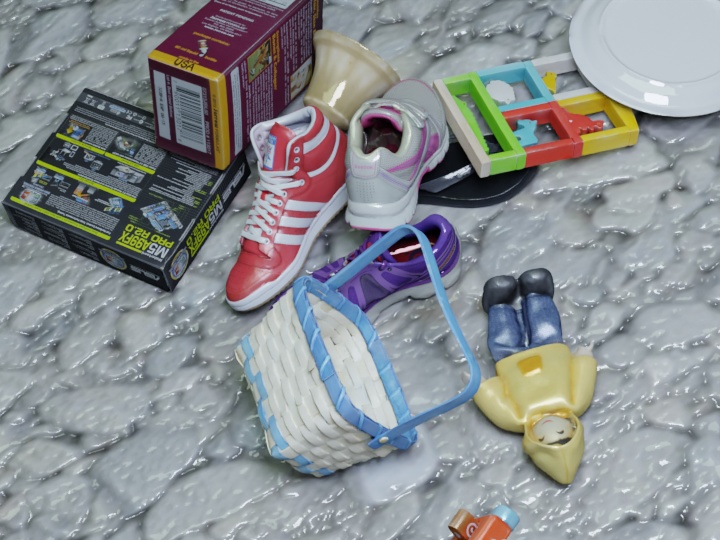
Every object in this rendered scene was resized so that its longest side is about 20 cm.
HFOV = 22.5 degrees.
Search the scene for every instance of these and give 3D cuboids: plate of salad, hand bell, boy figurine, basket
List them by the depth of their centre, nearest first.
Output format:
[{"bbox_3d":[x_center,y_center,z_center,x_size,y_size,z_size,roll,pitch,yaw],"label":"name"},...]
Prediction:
[{"bbox_3d":[-0.001,0.075,1.606,0.199,0.139,0.177,-34,56,23],"label":"basket"},{"bbox_3d":[0.153,0.099,1.626,0.123,0.065,0.201,-8,53,1],"label":"boy figurine"},{"bbox_3d":[-0.051,-0.127,1.805,0.104,0.104,0.201,25,77,23],"label":"hand bell"},{"bbox_3d":[0.307,-0.222,1.817,0.198,0.048,0.201,1,52,-1],"label":"plate of salad"}]

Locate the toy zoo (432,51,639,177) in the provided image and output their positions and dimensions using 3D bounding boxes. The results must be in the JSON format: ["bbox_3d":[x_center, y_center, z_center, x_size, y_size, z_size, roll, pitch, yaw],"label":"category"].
[{"bbox_3d":[0.185,-0.159,1.784,0.198,0.021,0.132,-12,48,-15],"label":"toy zoo"}]

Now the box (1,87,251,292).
[{"bbox_3d":[-0.234,-0.084,1.817,0.199,0.044,0.161,21,63,21],"label":"box"}]

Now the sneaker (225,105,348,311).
[{"bbox_3d":[-0.083,-0.066,1.724,0.071,0.113,0.201,19,67,45],"label":"sneaker"}]

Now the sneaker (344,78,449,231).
[{"bbox_3d":[0.034,-0.128,1.714,0.081,0.089,0.201,3,40,13],"label":"sneaker"}]

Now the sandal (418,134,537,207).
[{"bbox_3d":[0.077,-0.100,1.777,0.198,0.043,0.077,-7,57,5],"label":"sandal"}]

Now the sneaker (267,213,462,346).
[{"bbox_3d":[0.000,0.000,1.702,0.199,0.084,0.081,-28,57,-8],"label":"sneaker"}]

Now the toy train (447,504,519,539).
[{"bbox_3d":[0.042,0.268,1.487,0.056,0.150,0.200,41,72,-8],"label":"toy train"}]

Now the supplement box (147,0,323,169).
[{"bbox_3d":[-0.120,-0.208,1.807,0.085,0.111,0.200,21,45,21],"label":"supplement box"}]
